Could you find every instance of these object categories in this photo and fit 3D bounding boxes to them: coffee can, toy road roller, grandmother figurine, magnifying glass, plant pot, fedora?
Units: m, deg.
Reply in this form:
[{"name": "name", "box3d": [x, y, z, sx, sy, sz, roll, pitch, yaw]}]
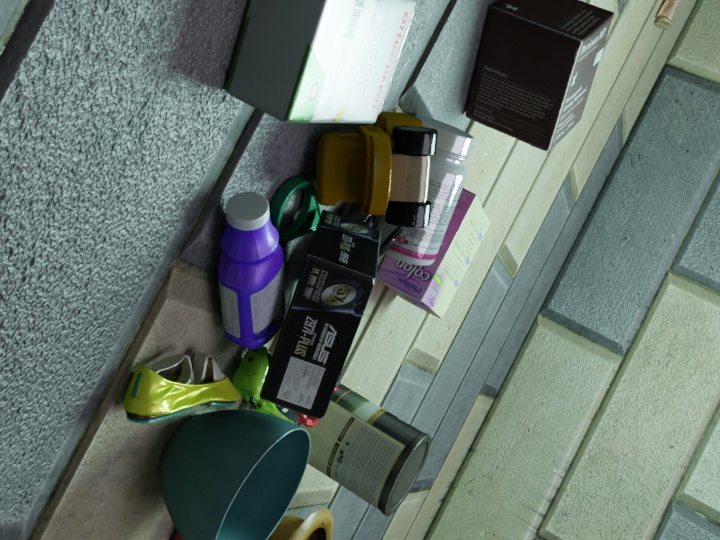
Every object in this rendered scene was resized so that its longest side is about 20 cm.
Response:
[{"name": "coffee can", "box3d": [-0.002, 0.290, 1.462, 0.147, 0.198, 0.147, -50, 156, -31]}, {"name": "toy road roller", "box3d": [0.011, -0.134, 1.121, 0.200, 0.143, 0.125, -118, -148, -72]}, {"name": "grandmother figurine", "box3d": [0.942, -0.826, 2.614, 0.121, 0.060, 0.202, -169, -77, -83]}, {"name": "magnifying glass", "box3d": [-0.066, -0.068, 1.134, 0.080, 0.022, 0.200, -64, 158, 1]}, {"name": "plant pot", "box3d": [-0.172, 0.255, 1.098, 0.201, 0.134, 0.202, -50, 157, -31]}, {"name": "fedora", "box3d": [-0.125, 0.512, 1.603, 0.201, 0.081, 0.203, -45, 148, -39]}]

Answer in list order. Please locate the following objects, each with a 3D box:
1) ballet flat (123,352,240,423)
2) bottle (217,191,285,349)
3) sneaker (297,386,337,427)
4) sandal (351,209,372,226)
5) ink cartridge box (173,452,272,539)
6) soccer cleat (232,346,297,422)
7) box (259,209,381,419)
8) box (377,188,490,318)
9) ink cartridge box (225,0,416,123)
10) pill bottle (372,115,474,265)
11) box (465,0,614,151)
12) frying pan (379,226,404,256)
[{"name": "ballet flat", "box3d": [-0.195, 0.128, 1.004, 0.199, 0.066, 0.068, 4, 91, -66]}, {"name": "bottle", "box3d": [-0.125, 0.000, 1.005, 0.084, 0.065, 0.202, -53, 158, -38]}, {"name": "sneaker", "box3d": [-0.063, 0.143, 1.282, 0.076, 0.085, 0.202, -22, 137, -43]}, {"name": "sandal", "box3d": [-0.004, -0.044, 1.228, 0.201, 0.043, 0.076, -58, 179, -29]}, {"name": "ink cartridge box", "box3d": [-0.171, 0.327, 1.262, 0.202, 0.085, 0.147, -63, 160, 3]}, {"name": "soccer cleat", "box3d": [-0.122, 0.163, 1.218, 0.200, 0.067, 0.082, 67, 41, -64]}, {"name": "box", "box3d": [-0.047, 0.052, 1.095, 0.164, 0.085, 0.202, -82, -169, -68]}, {"name": "box", "box3d": [0.131, -0.038, 1.536, 0.202, 0.096, 0.176, -63, 160, -3]}, {"name": "ink cartridge box", "box3d": [-0.035, -0.235, 0.910, 0.199, 0.083, 0.147, -18, 132, -62]}, {"name": "pill bottle", "box3d": [0.092, -0.120, 1.316, 0.113, 0.112, 0.203, -15, 129, -63]}, {"name": "box", "box3d": [0.298, -0.342, 1.474, 0.166, 0.163, 0.202, -41, 150, -45]}, {"name": "frying pan", "box3d": [-0.012, 0.007, 1.277, 0.114, 0.031, 0.191, -26, 152, -39]}]
